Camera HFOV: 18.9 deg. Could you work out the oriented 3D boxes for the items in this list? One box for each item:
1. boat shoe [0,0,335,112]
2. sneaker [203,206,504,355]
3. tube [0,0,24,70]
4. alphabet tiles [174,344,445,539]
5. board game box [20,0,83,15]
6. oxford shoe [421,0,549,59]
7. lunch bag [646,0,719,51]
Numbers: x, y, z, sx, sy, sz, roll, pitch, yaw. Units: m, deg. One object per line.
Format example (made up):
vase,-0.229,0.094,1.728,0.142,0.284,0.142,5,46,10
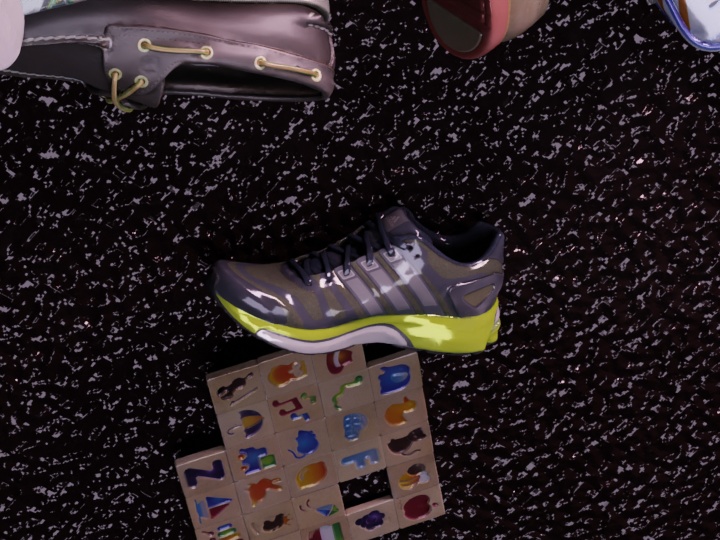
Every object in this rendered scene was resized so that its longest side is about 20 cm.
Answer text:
boat shoe,-0.109,-0.118,1.165,0.200,0.061,0.072,-4,166,-16
sneaker,0.000,0.000,1.303,0.199,0.074,0.081,0,118,-28
tube,-0.266,-0.121,1.093,0.199,0.051,0.078,-2,128,26
alphabet tiles,-0.035,0.120,1.392,0.166,0.008,0.201,-17,135,-6
board game box,-0.117,-0.224,1.091,0.199,0.064,0.148,-15,121,-8
oxford shoe,0.074,-0.218,1.161,0.075,0.070,0.201,-25,132,-37
lunch bag,0.226,-0.219,1.188,0.199,0.076,0.161,-32,107,8
